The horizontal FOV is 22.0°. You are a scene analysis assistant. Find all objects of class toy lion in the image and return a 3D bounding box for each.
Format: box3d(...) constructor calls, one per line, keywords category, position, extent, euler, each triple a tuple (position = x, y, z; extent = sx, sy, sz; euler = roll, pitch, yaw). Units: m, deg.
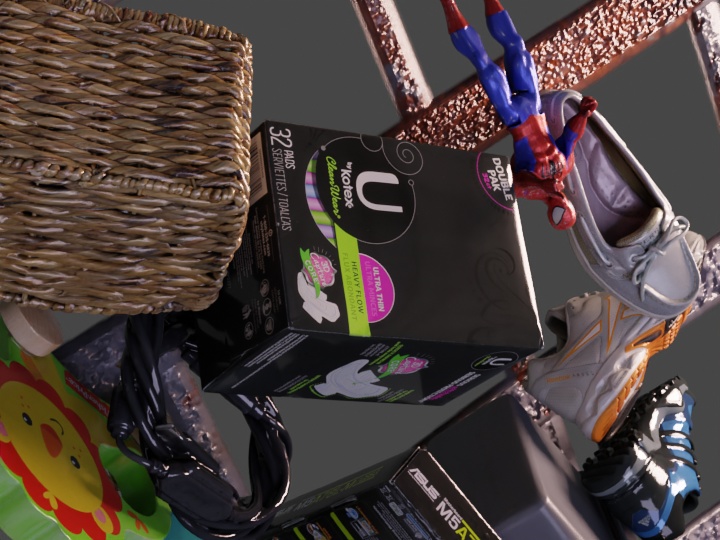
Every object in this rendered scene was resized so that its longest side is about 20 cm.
box3d(category="toy lion", position=(-0.188, 0.118, 1.169), extent=(0.069, 0.192, 0.200), euler=(-35, 127, 12))

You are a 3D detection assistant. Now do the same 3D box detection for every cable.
box3d(category="cable", position=(-0.109, 0.097, 1.253), extent=(0.051, 0.164, 0.200), euler=(-23, 146, 20))

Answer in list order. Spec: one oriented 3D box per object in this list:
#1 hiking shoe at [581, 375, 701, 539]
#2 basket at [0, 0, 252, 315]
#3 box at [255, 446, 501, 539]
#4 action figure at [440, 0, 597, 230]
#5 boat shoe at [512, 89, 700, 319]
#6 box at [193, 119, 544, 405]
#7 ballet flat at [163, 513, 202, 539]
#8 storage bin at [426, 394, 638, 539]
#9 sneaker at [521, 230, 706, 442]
box3d(category="hiking shoe", position=(0.231, 0.153, 1.457), extent=(0.074, 0.200, 0.087), euler=(-34, 94, 30))
box3d(category="basket", position=(-0.172, -0.069, 1.149), extent=(0.199, 0.149, 0.143), euler=(7, 141, -13))
box3d(category="box", position=(0.042, 0.232, 1.321), extent=(0.200, 0.193, 0.048), euler=(50, 55, -6))
box3d(category="action figure", position=(0.119, -0.120, 1.274), extent=(0.065, 0.099, 0.201), euler=(-27, 103, -21))
box3d(category="boat shoe", position=(0.189, -0.048, 1.368), extent=(0.074, 0.065, 0.202), euler=(-37, 102, -15))
box3d(category="box", position=(0.000, 0.000, 1.241), extent=(0.199, 0.124, 0.149), euler=(7, 65, -33))
box3d(category="ballet flat", position=(-0.161, 0.192, 1.286), extent=(0.200, 0.068, 0.068), euler=(-11, 111, -67))
box3d(category="storage bin", position=(0.117, 0.198, 1.397), extent=(0.145, 0.200, 0.134), euler=(-33, 115, 10))
box3d(category="sneaker", position=(0.198, 0.034, 1.445), extent=(0.200, 0.092, 0.076), euler=(-52, 159, -28))
